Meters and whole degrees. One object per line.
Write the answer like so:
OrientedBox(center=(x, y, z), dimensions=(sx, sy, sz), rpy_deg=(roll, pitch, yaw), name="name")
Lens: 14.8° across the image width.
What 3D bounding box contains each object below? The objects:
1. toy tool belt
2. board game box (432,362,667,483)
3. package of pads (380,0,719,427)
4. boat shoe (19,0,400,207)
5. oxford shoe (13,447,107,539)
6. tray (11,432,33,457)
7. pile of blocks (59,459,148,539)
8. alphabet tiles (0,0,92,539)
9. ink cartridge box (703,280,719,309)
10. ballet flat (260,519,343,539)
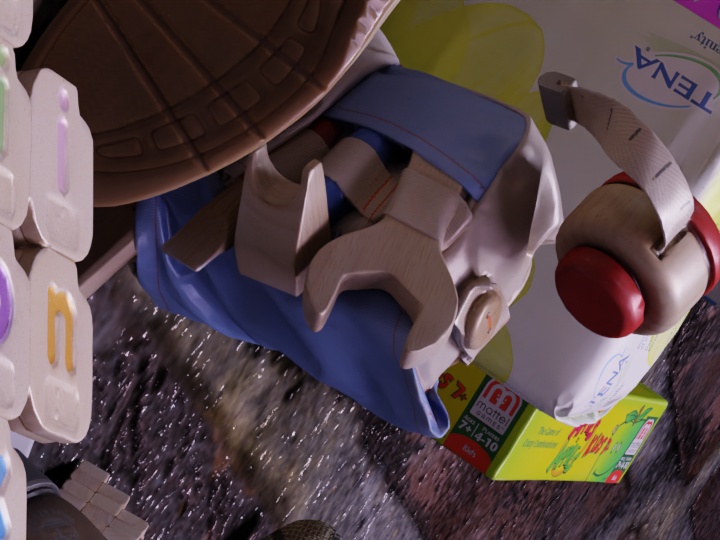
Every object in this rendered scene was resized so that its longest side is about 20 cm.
OrientedBox(center=(0.000, 0.000, 0.861), dimensions=(0.123, 0.199, 0.125), rpy_deg=(-45, 139, -28), name="toy tool belt")
OrientedBox(center=(0.060, 0.046, 1.217), dimensions=(0.048, 0.101, 0.200), rpy_deg=(-58, 161, 7), name="board game box")
OrientedBox(center=(0.076, -0.063, 0.995), dimensions=(0.201, 0.154, 0.068), rpy_deg=(-58, 161, 9), name="package of pads")
OrientedBox(center=(-0.020, -0.093, 0.834), dimensions=(0.200, 0.072, 0.072), rpy_deg=(-44, -178, 1), name="boat shoe")
OrientedBox(center=(-0.142, 0.130, 0.835), dimensions=(0.200, 0.084, 0.073), rpy_deg=(-36, 155, -39), name="oxford shoe")
OrientedBox(center=(-0.161, 0.103, 0.905), dimensions=(0.107, 0.022, 0.201), rpy_deg=(-27, 146, -56), name="tray")
OrientedBox(center=(-0.124, 0.170, 0.997), dimensions=(0.201, 0.062, 0.082), rpy_deg=(-61, 178, -7), name="pile of blocks")
OrientedBox(center=(-0.110, -0.020, 0.661), dimensions=(0.200, 0.015, 0.197), rpy_deg=(33, 53, -67), name="alphabet tiles")
OrientedBox(center=(0.245, -0.080, 1.381), dimensions=(0.200, 0.147, 0.145), rpy_deg=(-39, 155, -39), name="ink cartridge box")
OrientedBox(center=(-0.078, 0.192, 1.199), dimensions=(0.200, 0.068, 0.075), rpy_deg=(-56, 145, 8), name="ballet flat")
